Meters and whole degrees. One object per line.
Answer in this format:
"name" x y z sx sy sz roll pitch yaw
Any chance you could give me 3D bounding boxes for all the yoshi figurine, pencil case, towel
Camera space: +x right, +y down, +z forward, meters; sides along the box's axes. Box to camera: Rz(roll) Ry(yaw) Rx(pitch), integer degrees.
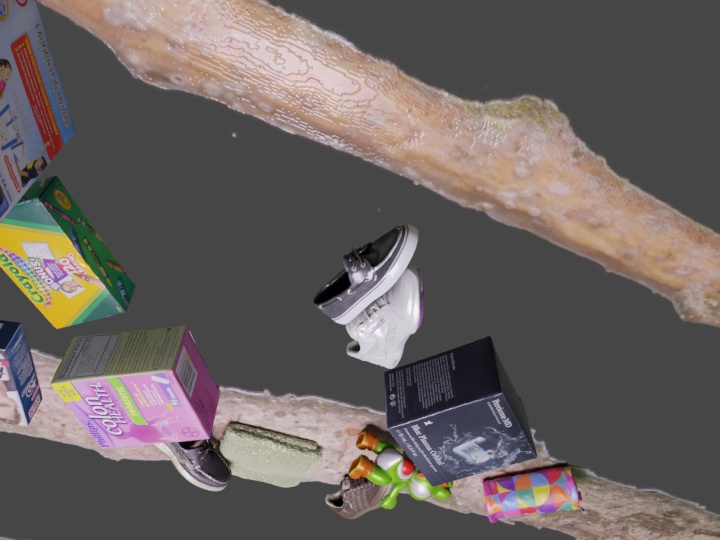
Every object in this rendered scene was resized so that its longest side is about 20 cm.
"yoshi figurine" 0.075 0.384 1.074 0.197 0.112 0.114 25 98 -7
"pencil case" 0.348 0.457 1.158 0.196 0.089 0.089 -12 130 13
"towel" -0.186 0.368 1.115 0.197 0.037 0.149 21 126 -16

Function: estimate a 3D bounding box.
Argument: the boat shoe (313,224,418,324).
"boat shoe" 0.000 0.000 0.791 0.065 0.071 0.200 26 133 -22

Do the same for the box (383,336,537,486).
"box" 0.166 0.242 0.957 0.197 0.119 0.198 -22 127 17

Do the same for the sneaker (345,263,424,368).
"sneaker" 0.034 0.072 0.840 0.097 0.076 0.202 11 129 -10

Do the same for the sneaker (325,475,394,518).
"sneaker" -0.002 0.449 1.160 0.074 0.071 0.201 25 125 -18

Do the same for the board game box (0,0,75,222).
"board game box" -0.369 -0.180 0.552 0.055 0.198 0.203 2 130 -1

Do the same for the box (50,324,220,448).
"box" -0.357 0.193 0.930 0.195 0.098 0.178 -6 130 6

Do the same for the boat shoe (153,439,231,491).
"boat shoe" -0.308 0.324 1.042 0.065 0.072 0.200 -39 102 23

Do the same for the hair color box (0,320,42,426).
"hair color box" -0.600 0.169 0.935 0.098 0.061 0.203 9 130 -7

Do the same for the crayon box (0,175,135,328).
"crayon box" -0.416 -0.018 0.778 0.116 0.059 0.202 -13 129 11
